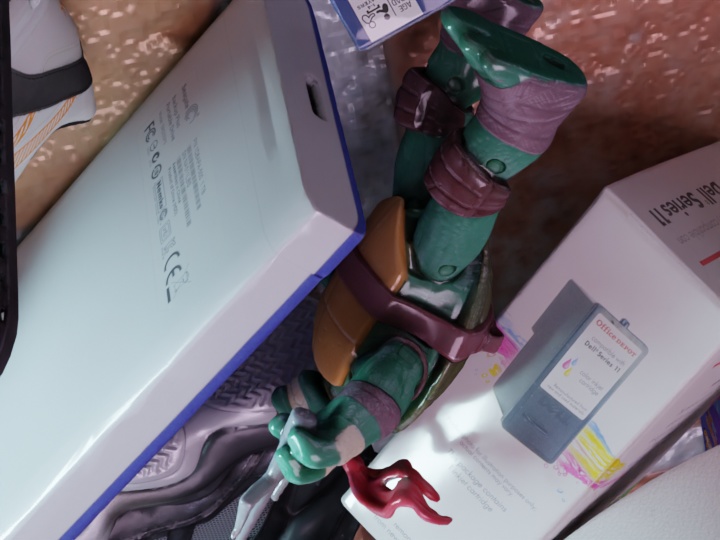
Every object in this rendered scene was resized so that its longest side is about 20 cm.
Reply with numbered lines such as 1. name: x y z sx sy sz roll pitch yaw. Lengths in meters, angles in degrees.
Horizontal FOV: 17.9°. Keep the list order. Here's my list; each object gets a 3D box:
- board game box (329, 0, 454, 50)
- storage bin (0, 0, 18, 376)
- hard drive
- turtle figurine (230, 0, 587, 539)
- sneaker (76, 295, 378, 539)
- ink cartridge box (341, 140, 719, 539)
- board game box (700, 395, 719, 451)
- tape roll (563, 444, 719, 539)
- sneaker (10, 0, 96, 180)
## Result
1. board game box: 0.055 -0.122 0.618 0.135 0.200 0.034 -28 102 11
2. storage bin: -0.172 -0.051 0.594 0.135 0.200 0.094 -20 148 23
3. hard drive: -0.079 0.011 0.738 0.025 0.132 0.200 29 118 -30
4. turtle figurine: 0.000 0.000 0.745 0.101 0.150 0.200 13 115 -36
5. sneaker: -0.077 0.095 0.849 0.200 0.076 0.114 -28 129 7
6. ink cartridge box: 0.095 0.024 0.802 0.200 0.067 0.117 -51 166 27
7. board game box: 0.213 0.084 0.935 0.134 0.045 0.200 -16 132 0
8. tape roll: 0.120 0.132 0.850 0.203 0.037 0.203 -24 149 -15
9. sneaker: -0.155 -0.016 0.696 0.200 0.074 0.080 -45 142 -13
